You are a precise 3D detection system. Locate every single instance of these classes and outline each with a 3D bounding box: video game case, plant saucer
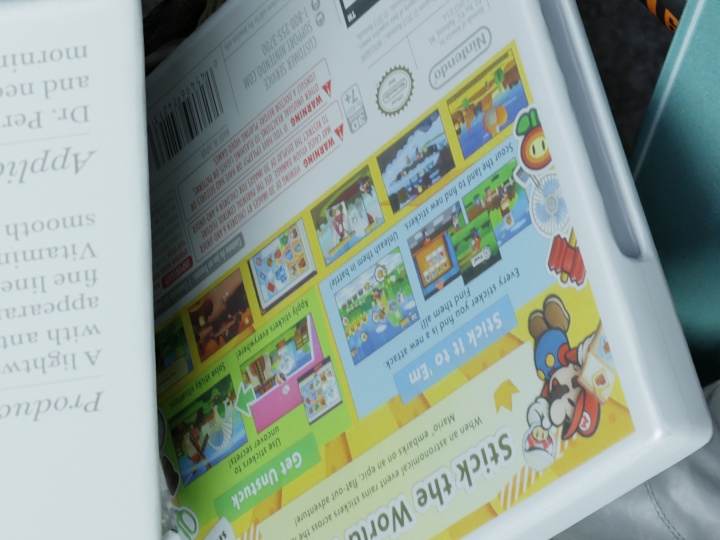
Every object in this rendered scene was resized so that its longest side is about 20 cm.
[{"bbox_3d":[0.000,0.000,0.771,0.200,0.023,0.182,-37,61,45],"label":"video game case"},{"bbox_3d":[0.099,-0.023,0.750,0.070,0.200,0.019,41,65,14],"label":"plant saucer"}]

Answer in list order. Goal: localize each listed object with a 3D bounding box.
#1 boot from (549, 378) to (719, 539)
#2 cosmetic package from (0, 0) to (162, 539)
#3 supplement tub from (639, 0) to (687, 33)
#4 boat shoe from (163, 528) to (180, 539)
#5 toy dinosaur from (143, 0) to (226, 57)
[{"bbox_3d":[0.097,0.039,0.767,0.200,0.132,0.070,26,60,7],"label":"boot"},{"bbox_3d":[-0.146,-0.021,0.767,0.165,0.165,0.200,-5,125,-11],"label":"cosmetic package"},{"bbox_3d":[0.118,-0.113,0.758,0.200,0.123,0.123,46,108,13],"label":"supplement tub"},{"bbox_3d":[-0.035,0.101,0.869,0.200,0.074,0.065,-35,76,10],"label":"boat shoe"},{"bbox_3d":[-0.041,-0.089,0.866,0.088,0.047,0.200,27,106,11],"label":"toy dinosaur"}]
